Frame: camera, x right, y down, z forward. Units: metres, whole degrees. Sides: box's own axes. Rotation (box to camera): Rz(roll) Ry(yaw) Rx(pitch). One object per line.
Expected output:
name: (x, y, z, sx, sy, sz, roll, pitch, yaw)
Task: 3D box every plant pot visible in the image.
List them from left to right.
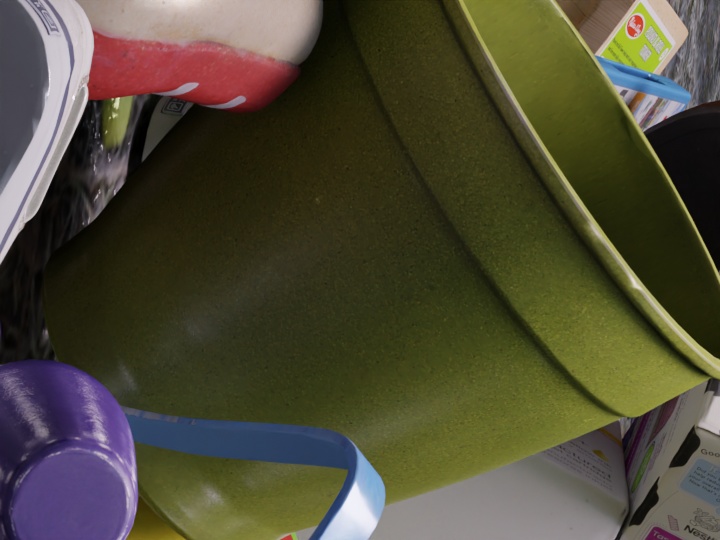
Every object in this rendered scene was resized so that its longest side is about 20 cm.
plant pot: (0.000, 0.000, 0.975, 0.201, 0.192, 0.201, 52, 15, -20)

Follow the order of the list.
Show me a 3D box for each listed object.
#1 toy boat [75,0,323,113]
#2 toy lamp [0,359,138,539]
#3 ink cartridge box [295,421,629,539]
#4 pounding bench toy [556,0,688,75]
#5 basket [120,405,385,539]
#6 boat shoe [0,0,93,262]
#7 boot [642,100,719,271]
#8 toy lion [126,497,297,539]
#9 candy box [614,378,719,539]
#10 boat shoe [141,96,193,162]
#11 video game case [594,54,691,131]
toy boat: (-0.103, -0.077, 0.844, 0.131, 0.130, 0.200, -52, 168, 8)
toy lamp: (-0.104, 0.040, 0.786, 0.200, 0.058, 0.059, -147, -117, -69)
ink cartridge box: (0.021, 0.106, 1.219, 0.145, 0.147, 0.200, -62, 180, 9)
pounding bench toy: (0.029, -0.112, 1.178, 0.124, 0.156, 0.200, -53, 166, 4)
basket: (-0.099, 0.122, 0.812, 0.200, 0.176, 0.139, -55, 127, -28)
boat shoe: (-0.132, 0.007, 0.740, 0.201, 0.071, 0.070, -59, 171, 13)
boot: (0.174, -0.055, 1.249, 0.200, 0.068, 0.189, -44, 164, -36)
toy lion: (-0.088, 0.146, 0.976, 0.199, 0.192, 0.069, -6, 151, -41)
candy box: (0.148, 0.082, 1.170, 0.200, 0.061, 0.137, 114, 2, -51)
boat shoe: (-0.055, 0.026, 1.150, 0.072, 0.067, 0.201, -47, 146, -64)
video game case: (0.074, -0.025, 1.177, 0.143, 0.018, 0.200, -56, 165, 10)
